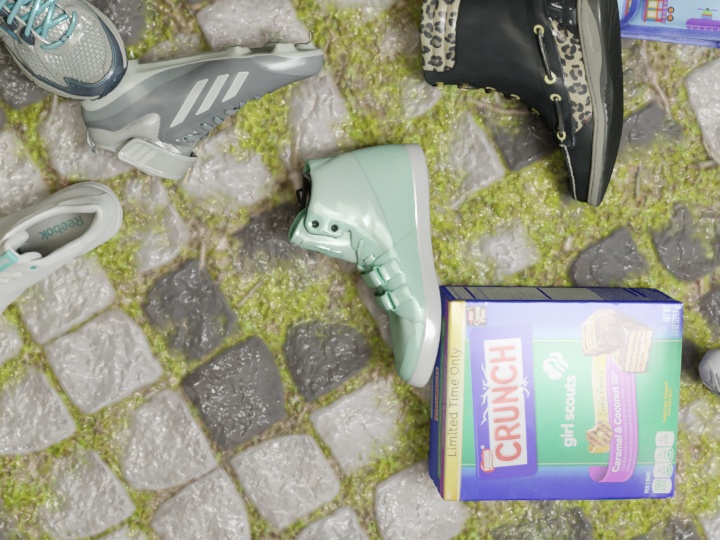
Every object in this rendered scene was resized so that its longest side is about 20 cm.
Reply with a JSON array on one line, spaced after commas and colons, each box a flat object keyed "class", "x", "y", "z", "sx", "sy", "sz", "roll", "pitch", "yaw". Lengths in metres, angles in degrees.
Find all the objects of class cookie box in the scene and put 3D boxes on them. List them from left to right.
[{"class": "cookie box", "x": 0.162, "y": 0.103, "z": 1.055, "sx": 0.199, "sy": 0.075, "sz": 0.172, "roll": 0, "pitch": 97, "yaw": -6}]

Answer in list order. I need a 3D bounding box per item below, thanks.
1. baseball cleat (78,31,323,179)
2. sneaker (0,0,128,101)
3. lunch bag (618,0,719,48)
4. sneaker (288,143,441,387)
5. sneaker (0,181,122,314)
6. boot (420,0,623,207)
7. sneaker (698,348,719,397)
[{"class": "baseball cleat", "x": -0.124, "y": -0.131, "z": 1.007, "sx": 0.199, "sy": 0.070, "sz": 0.107, "roll": -6, "pitch": 103, "yaw": 4}, {"class": "sneaker", "x": -0.263, "y": -0.205, "z": 0.945, "sx": 0.200, "sy": 0.086, "sz": 0.078, "roll": 42, "pitch": 91, "yaw": 6}, {"class": "lunch bag", "x": 0.221, "y": -0.269, "z": 1.026, "sx": 0.199, "sy": 0.094, "sz": 0.151, "roll": 6, "pitch": 97, "yaw": 5}, {"class": "sneaker", "x": 0.000, "y": 0.000, "z": 1.023, "sx": 0.118, "sy": 0.074, "sz": 0.202, "roll": -5, "pitch": 87, "yaw": -12}, {"class": "sneaker", "x": -0.283, "y": -0.008, "z": 0.984, "sx": 0.200, "sy": 0.088, "sz": 0.075, "roll": -34, "pitch": 100, "yaw": -2}, {"class": "boot", "x": 0.135, "y": -0.149, "z": 1.025, "sx": 0.153, "sy": 0.074, "sz": 0.204, "roll": 7, "pitch": 132, "yaw": 21}, {"class": "sneaker", "x": 0.386, "y": 0.084, "z": 1.087, "sx": 0.199, "sy": 0.078, "sz": 0.100, "roll": 14, "pitch": 88, "yaw": -17}]
